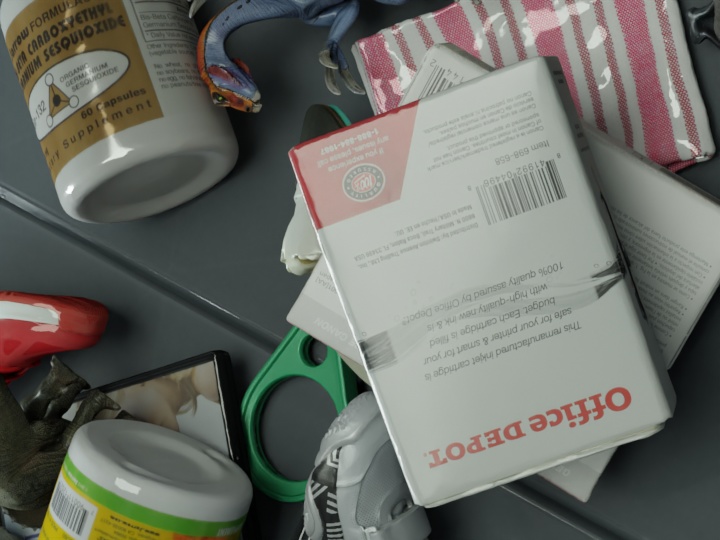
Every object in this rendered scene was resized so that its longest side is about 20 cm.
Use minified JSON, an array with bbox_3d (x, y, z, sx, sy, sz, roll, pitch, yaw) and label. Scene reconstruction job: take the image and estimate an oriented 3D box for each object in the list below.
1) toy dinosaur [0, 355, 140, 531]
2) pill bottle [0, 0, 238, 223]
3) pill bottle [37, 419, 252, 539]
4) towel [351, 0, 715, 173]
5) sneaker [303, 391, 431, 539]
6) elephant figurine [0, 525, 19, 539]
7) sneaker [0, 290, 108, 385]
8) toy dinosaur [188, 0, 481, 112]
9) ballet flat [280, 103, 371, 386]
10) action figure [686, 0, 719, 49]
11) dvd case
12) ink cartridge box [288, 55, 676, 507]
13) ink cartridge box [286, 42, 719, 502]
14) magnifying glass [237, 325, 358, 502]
[{"bbox_3d":[-0.191,0.108,1.484,0.077,0.200,0.103,36,84,5],"label":"toy dinosaur"},{"bbox_3d":[-0.157,-0.140,1.521,0.114,0.114,0.201,-28,73,26],"label":"pill bottle"},{"bbox_3d":[-0.144,0.199,1.456,0.111,0.111,0.201,27,105,29],"label":"pill bottle"},{"bbox_3d":[0.096,-0.100,1.417,0.199,0.030,0.147,-22,76,27],"label":"towel"},{"bbox_3d":[0.031,0.169,1.393,0.114,0.075,0.201,16,116,26],"label":"sneaker"},{"bbox_3d":[-0.263,0.221,1.549,0.199,0.156,0.142,7,56,30],"label":"elephant figurine"},{"bbox_3d":[-0.236,0.074,1.576,0.199,0.078,0.117,-3,84,43],"label":"sneaker"},{"bbox_3d":[-0.012,-0.162,1.449,0.181,0.200,0.105,-17,107,42],"label":"toy dinosaur"},{"bbox_3d":[0.000,0.000,1.421,0.201,0.068,0.068,61,157,10],"label":"ballet flat"},{"bbox_3d":[0.260,-0.132,1.283,0.199,0.104,0.194,-31,81,27],"label":"action figure"},{"bbox_3d":[-0.148,0.141,1.540,0.199,0.017,0.144,-18,78,34],"label":"dvd case"},{"bbox_3d":[0.067,0.005,1.307,0.143,0.084,0.201,-19,91,12],"label":"ink cartridge box"},{"bbox_3d":[0.086,-0.001,1.368,0.199,0.045,0.177,31,101,7],"label":"ink cartridge box"},{"bbox_3d":[-0.023,0.040,1.484,0.079,0.022,0.202,17,97,31],"label":"magnifying glass"}]
